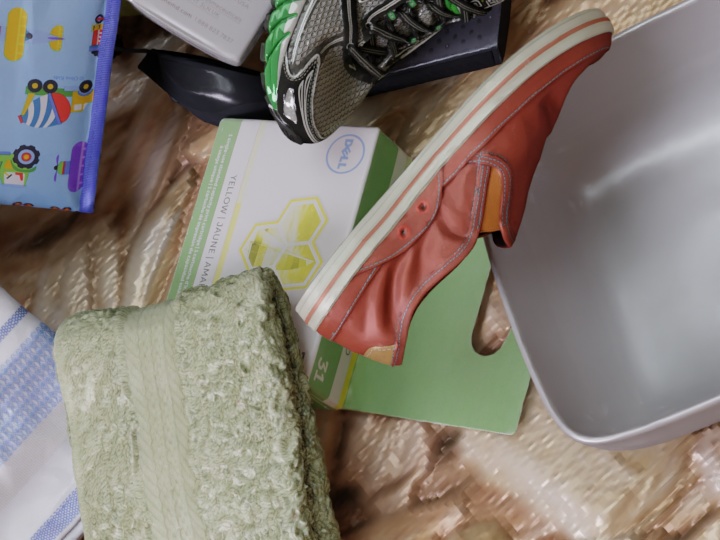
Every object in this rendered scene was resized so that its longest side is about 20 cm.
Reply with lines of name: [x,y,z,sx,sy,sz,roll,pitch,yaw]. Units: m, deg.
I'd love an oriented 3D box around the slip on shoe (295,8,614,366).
slip on shoe: [0.054,-0.039,1.087,0.061,0.074,0.200,40,86,3]

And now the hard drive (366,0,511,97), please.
hard drive: [0.022,-0.189,1.265,0.135,0.042,0.201,-12,64,24]

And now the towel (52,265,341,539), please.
towel: [-0.082,0.107,1.163,0.148,0.036,0.201,-14,80,28]

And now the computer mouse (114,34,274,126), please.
computer mouse: [-0.122,-0.111,1.308,0.200,0.059,0.034,19,100,36]

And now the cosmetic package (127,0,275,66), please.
cosmetic package: [-0.041,-0.207,1.210,0.074,0.102,0.200,30,91,-5]

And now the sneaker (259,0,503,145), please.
sneaker: [0.024,-0.146,1.173,0.085,0.078,0.200,33,83,29]

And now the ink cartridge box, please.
ink cartridge box: [0.000,0.000,1.194,0.200,0.048,0.146,5,71,33]

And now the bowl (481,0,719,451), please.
bowl: [0.165,-0.021,1.093,0.200,0.075,0.200,-27,58,17]

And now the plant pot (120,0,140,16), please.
plant pot: [-0.165,-0.242,1.298,0.200,0.184,0.201,-16,52,22]

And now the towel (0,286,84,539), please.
towel: [-0.219,0.077,1.218,0.200,0.024,0.147,43,86,-6]

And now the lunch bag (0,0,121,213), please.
lunch bag: [-0.201,-0.137,1.210,0.150,0.200,0.094,5,43,-11]
